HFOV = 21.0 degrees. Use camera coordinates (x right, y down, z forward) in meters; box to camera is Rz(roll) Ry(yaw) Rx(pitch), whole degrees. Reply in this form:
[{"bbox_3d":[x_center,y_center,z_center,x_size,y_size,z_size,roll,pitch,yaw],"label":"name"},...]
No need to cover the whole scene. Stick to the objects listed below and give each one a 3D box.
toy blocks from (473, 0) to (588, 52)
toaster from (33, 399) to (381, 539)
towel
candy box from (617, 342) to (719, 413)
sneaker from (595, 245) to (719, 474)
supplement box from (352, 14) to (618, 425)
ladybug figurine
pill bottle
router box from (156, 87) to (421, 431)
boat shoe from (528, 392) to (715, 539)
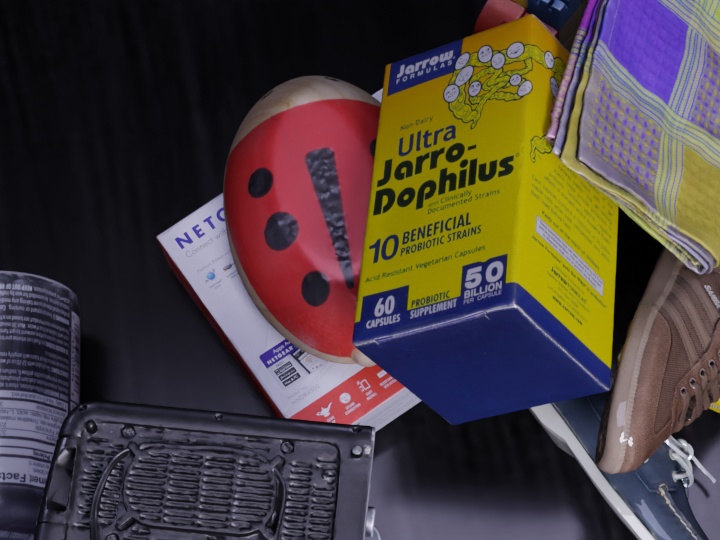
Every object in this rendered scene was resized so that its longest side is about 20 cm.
[{"bbox_3d":[0.123,-0.171,1.261,0.100,0.137,0.200,35,74,16],"label":"toy blocks"},{"bbox_3d":[-0.091,0.174,1.047,0.200,0.119,0.181,5,68,2],"label":"toaster"},{"bbox_3d":[0.185,-0.110,1.155,0.144,0.023,0.200,35,59,-26],"label":"towel"},{"bbox_3d":[0.251,-0.004,1.246,0.102,0.026,0.200,24,72,16],"label":"candy box"},{"bbox_3d":[0.196,0.048,1.146,0.075,0.071,0.200,18,45,11],"label":"sneaker"},{"bbox_3d":[0.077,-0.029,1.134,0.109,0.110,0.200,-16,52,32],"label":"supplement box"},{"bbox_3d":[-0.017,-0.037,1.200,0.136,0.072,0.200,-17,68,-3],"label":"ladybug figurine"},{"bbox_3d":[-0.225,0.109,1.192,0.106,0.106,0.200,-3,68,3],"label":"pill bottle"},{"bbox_3d":[0.000,0.000,1.249,0.200,0.049,0.180,-34,70,-9],"label":"router box"},{"bbox_3d":[0.167,0.115,1.183,0.062,0.075,0.200,-40,62,0],"label":"boat shoe"}]
